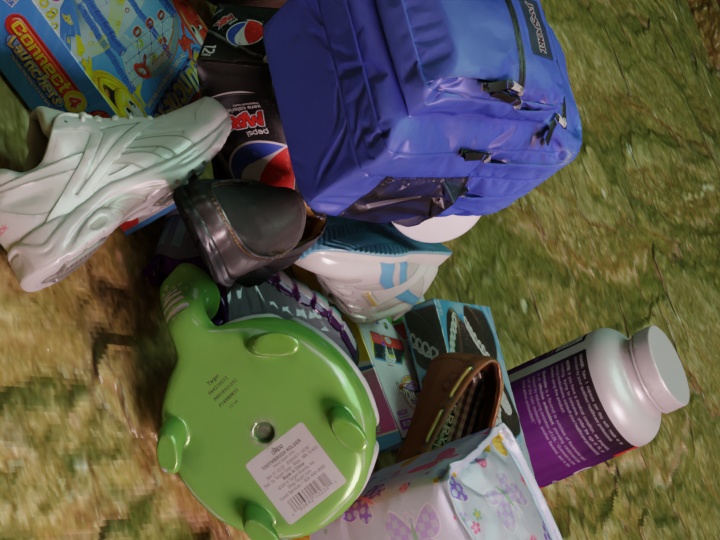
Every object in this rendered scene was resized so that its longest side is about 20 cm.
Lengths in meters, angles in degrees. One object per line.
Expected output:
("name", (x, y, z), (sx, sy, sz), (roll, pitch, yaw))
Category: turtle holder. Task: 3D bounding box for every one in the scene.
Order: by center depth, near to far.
("turtle holder", (-0.073, 0.094, 1.123), (0.184, 0.142, 0.132), (23, 9, 5))

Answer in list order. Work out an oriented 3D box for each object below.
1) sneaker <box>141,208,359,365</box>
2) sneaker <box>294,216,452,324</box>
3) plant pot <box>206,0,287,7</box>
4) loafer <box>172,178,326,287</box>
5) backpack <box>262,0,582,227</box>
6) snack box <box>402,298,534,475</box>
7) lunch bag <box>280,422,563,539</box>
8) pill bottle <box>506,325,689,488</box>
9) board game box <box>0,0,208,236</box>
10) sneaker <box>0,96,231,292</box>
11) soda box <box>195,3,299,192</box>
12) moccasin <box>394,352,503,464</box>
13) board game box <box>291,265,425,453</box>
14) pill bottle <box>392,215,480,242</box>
("sneaker", (-0.085, 0.037, 1.223), (0.200, 0.074, 0.088), (44, 49, -24))
("sneaker", (0.000, 0.000, 1.281), (0.076, 0.081, 0.199), (40, 15, 28))
("plant pot", (-0.094, -0.287, 1.315), (0.188, 0.185, 0.200), (61, 18, -5))
("loafer", (-0.071, -0.035, 1.088), (0.073, 0.072, 0.200), (63, 6, 3))
("backpack", (0.062, -0.119, 1.115), (0.198, 0.167, 0.165), (4, 69, -41))
("snack box", (0.099, 0.128, 1.412), (0.116, 0.037, 0.203), (10, 63, -60))
("lunch bag", (0.066, 0.236, 1.183), (0.127, 0.169, 0.202), (-28, 91, -54))
("pill bottle", (0.196, 0.126, 1.508), (0.112, 0.199, 0.113), (43, 32, -36))
("board game box", (-0.181, -0.160, 1.211), (0.197, 0.055, 0.201), (54, 27, -21))
("sneaker", (-0.168, -0.077, 1.079), (0.100, 0.078, 0.200), (52, 51, -2))
("soda box", (-0.075, -0.098, 1.229), (0.201, 0.062, 0.071), (85, 14, -47))
("moccasin", (0.070, 0.165, 1.303), (0.073, 0.077, 0.203), (30, 72, -29))
("board game box", (0.015, 0.052, 1.413), (0.153, 0.040, 0.202), (-1, 68, -63))
("pill bottle", (0.047, -0.104, 1.316), (0.112, 0.111, 0.201), (51, 13, -26))
